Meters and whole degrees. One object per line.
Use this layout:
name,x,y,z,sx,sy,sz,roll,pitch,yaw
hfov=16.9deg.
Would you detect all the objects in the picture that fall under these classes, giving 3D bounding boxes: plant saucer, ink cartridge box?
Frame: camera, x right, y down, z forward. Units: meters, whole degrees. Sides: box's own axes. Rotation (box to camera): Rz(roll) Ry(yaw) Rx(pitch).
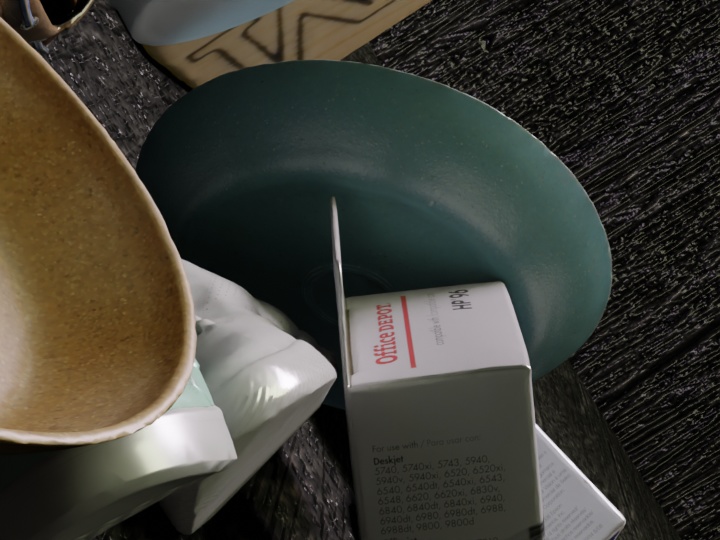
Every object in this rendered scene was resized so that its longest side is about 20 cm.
plant saucer,0.000,0.000,0.973,0.200,0.200,0.036,53,39,-35
ink cartridge box,0.031,0.077,0.890,0.116,0.068,0.201,-98,-178,-75
plant saucer,-0.124,-0.026,0.514,0.200,0.035,0.200,36,21,-16
ink cartridge box,0.049,0.081,1.245,0.200,0.041,0.200,49,-9,12

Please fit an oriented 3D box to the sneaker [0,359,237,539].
sneaker,-0.089,0.010,0.623,0.118,0.074,0.200,64,-4,-6

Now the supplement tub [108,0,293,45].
supplement tub,-0.075,-0.203,0.925,0.200,0.145,0.145,64,7,7

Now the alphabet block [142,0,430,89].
alphabet block,-0.058,-0.232,1.424,0.196,0.200,0.196,59,6,17

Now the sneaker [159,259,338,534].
sneaker,-0.060,0.032,0.838,0.088,0.075,0.200,45,1,-1

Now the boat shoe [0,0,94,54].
boat shoe,-0.127,-0.099,0.853,0.072,0.072,0.200,57,7,-9
